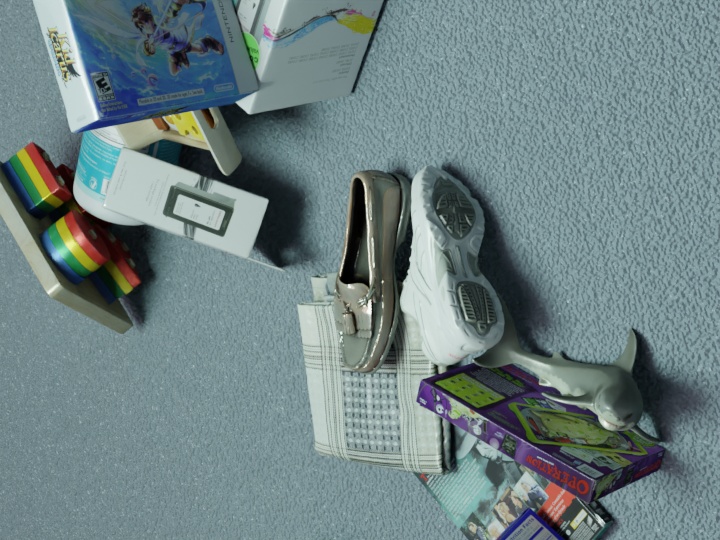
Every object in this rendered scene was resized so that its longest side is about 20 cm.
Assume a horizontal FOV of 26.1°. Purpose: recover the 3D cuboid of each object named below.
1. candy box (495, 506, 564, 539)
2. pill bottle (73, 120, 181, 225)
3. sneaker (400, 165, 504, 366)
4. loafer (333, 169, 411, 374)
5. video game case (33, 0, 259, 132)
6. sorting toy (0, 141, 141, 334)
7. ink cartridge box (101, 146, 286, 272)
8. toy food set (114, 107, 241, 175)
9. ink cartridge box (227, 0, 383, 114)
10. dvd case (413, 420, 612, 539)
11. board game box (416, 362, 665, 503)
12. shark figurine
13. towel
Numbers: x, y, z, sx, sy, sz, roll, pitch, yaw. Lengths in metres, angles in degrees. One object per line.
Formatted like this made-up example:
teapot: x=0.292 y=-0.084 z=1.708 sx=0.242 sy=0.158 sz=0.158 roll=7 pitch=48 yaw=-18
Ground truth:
candy box: x=0.175 y=0.355 z=1.469 sx=0.200 sy=0.077 sz=0.170 roll=42 pitch=127 yaw=15
pill bottle: x=-0.248 y=-0.160 z=1.718 sx=0.111 sy=0.110 sz=0.201 roll=36 pitch=123 yaw=30
sneaker: x=0.067 y=-0.002 z=1.459 sx=0.099 sy=0.077 sz=0.202 roll=-39 pitch=48 yaw=44
loafer: x=0.000 y=0.000 z=1.528 sx=0.072 sy=0.063 sz=0.202 roll=9 pitch=90 yaw=45
video game case: x=-0.196 y=-0.228 z=1.383 sx=0.045 sy=0.199 sz=0.183 roll=-18 pitch=90 yaw=42
sorting toy: x=-0.332 y=-0.044 z=1.785 sx=0.069 sy=0.200 sz=0.199 roll=-35 pitch=70 yaw=4
ink cartridge box: x=-0.164 y=-0.063 z=1.624 sx=0.116 sy=0.198 sz=0.068 roll=-163 pitch=93 yaw=-82
toy food set: x=-0.208 y=-0.169 z=1.555 sx=0.199 sy=0.060 sz=0.144 roll=19 pitch=141 yaw=52
ink cartridge box: x=-0.073 y=-0.279 z=1.495 sx=0.147 sy=0.145 sz=0.201 roll=41 pitch=127 yaw=28
dvd case: x=0.141 y=0.215 z=1.520 sx=0.200 sy=0.022 sz=0.146 roll=47 pitch=129 yaw=22
board game box: x=0.162 y=0.140 z=1.411 sx=0.199 sy=0.120 sz=0.033 roll=28 pitch=120 yaw=35
shark figurine: x=0.207 y=0.085 z=1.403 sx=0.214 sy=0.128 sz=0.090 roll=29 pitch=95 yaw=54
towel: x=0.012 y=0.102 z=1.584 sx=0.192 sy=0.034 sz=0.202 roll=3 pitch=99 yaw=47
